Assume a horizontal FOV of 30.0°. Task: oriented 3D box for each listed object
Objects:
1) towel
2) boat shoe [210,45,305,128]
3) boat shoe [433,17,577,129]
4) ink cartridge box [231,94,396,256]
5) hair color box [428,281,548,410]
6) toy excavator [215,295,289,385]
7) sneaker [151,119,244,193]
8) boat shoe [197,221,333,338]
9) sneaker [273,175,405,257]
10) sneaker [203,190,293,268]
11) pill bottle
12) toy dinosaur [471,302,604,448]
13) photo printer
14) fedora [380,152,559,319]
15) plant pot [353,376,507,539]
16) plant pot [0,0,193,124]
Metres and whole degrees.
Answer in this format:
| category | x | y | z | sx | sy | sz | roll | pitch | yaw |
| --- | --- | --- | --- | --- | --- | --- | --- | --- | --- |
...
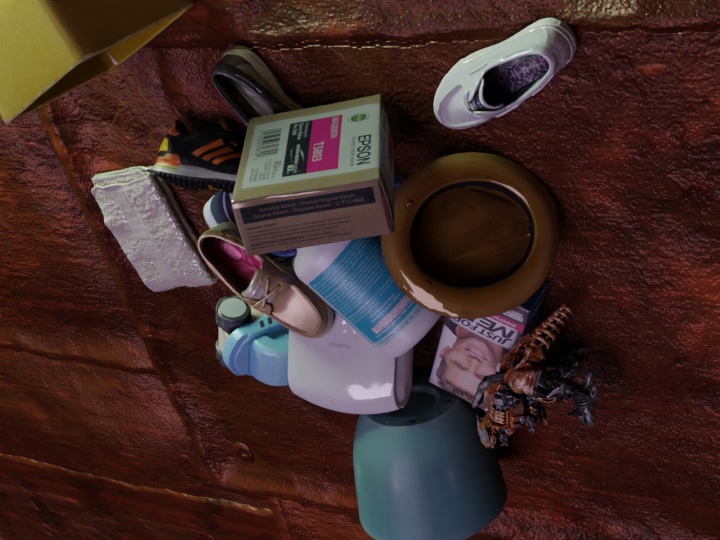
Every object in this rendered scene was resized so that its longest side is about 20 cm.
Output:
| category | x | y | z | sx | sy | sz | roll | pitch | yaw |
| --- | --- | --- | --- | --- | --- | --- | --- | --- | --- |
| towel | -0.290 | -0.055 | 1.874 | 0.132 | 0.034 | 0.200 | -6 | 122 | 40 |
| boat shoe | -0.104 | -0.175 | 1.604 | 0.201 | 0.066 | 0.072 | 49 | 138 | -11 |
| boat shoe | 0.141 | -0.192 | 1.406 | 0.200 | 0.069 | 0.072 | -20 | 113 | 45 |
| ink cartridge box | -0.047 | -0.108 | 1.486 | 0.164 | 0.200 | 0.075 | -10 | 122 | 8 |
| hair color box | 0.155 | 0.079 | 1.647 | 0.100 | 0.061 | 0.200 | 26 | 138 | 15 |
| toy excavator | -0.076 | 0.110 | 1.803 | 0.200 | 0.194 | 0.100 | 49 | 148 | 34 |
| sneaker | -0.165 | -0.144 | 1.664 | 0.200 | 0.090 | 0.070 | 9 | 170 | 26 |
| boat shoe | -0.124 | 0.018 | 1.661 | 0.200 | 0.069 | 0.074 | 38 | 110 | 14 |
| sneaker | -0.027 | -0.083 | 1.635 | 0.200 | 0.078 | 0.070 | -17 | 127 | 19 |
| sneaker | -0.110 | -0.037 | 1.730 | 0.200 | 0.070 | 0.108 | 46 | 141 | -3 |
| pill bottle | 0.000 | 0.000 | 1.563 | 0.200 | 0.111 | 0.111 | 43 | 139 | -9 |
| toy dinosaur | 0.208 | 0.132 | 1.582 | 0.135 | 0.102 | 0.200 | 9 | 142 | -20 |
| photo printer | -0.012 | 0.080 | 1.692 | 0.166 | 0.069 | 0.200 | 7 | 98 | 25 |
| fedora | 0.123 | -0.037 | 1.521 | 0.200 | 0.201 | 0.082 | 36 | 178 | 4 |
| plant pot | 0.080 | 0.237 | 1.749 | 0.200 | 0.201 | 0.161 | 5 | 120 | 33 |
| plant pot | -0.360 | -0.325 | 1.575 | 0.195 | 0.194 | 0.200 | -26 | 100 | 46 |
